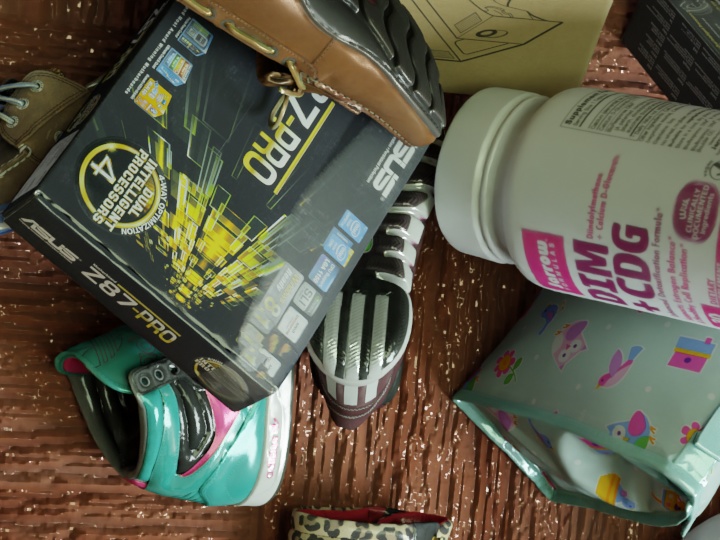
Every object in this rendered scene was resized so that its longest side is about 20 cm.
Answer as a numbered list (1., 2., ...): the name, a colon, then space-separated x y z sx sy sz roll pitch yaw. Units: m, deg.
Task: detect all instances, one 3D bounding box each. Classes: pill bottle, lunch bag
1. pill bottle: 0.148 -0.036 1.405 0.113 0.200 0.113 -25 121 -50
2. lunch bag: 0.177 0.055 1.485 0.122 0.200 0.170 46 72 -23

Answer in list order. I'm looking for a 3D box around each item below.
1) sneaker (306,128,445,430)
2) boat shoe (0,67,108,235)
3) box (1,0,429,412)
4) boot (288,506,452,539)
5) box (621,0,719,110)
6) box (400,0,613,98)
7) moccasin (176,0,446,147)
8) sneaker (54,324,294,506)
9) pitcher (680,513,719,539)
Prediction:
1. sneaker: 0.000 0.000 1.466 0.076 0.116 0.200 10 54 4
2. boat shoe: -0.166 -0.069 1.374 0.200 0.072 0.072 -27 101 -34
3. box: -0.068 -0.052 1.356 0.161 0.049 0.200 43 56 -15
4. boot: 0.033 0.215 1.496 0.200 0.073 0.151 7 91 -23
5. box: 0.265 -0.094 1.523 0.158 0.200 0.050 4 123 -28
6. box: 0.052 -0.148 1.384 0.163 0.200 0.021 6 66 -4
7. moccasin: -0.030 -0.120 1.330 0.201 0.078 0.074 30 39 -43
8. sneaker: -0.103 0.030 1.406 0.121 0.084 0.200 -1 93 -35
9. pitcher: 0.248 0.222 1.532 0.172 0.200 0.121 -49 112 -17
